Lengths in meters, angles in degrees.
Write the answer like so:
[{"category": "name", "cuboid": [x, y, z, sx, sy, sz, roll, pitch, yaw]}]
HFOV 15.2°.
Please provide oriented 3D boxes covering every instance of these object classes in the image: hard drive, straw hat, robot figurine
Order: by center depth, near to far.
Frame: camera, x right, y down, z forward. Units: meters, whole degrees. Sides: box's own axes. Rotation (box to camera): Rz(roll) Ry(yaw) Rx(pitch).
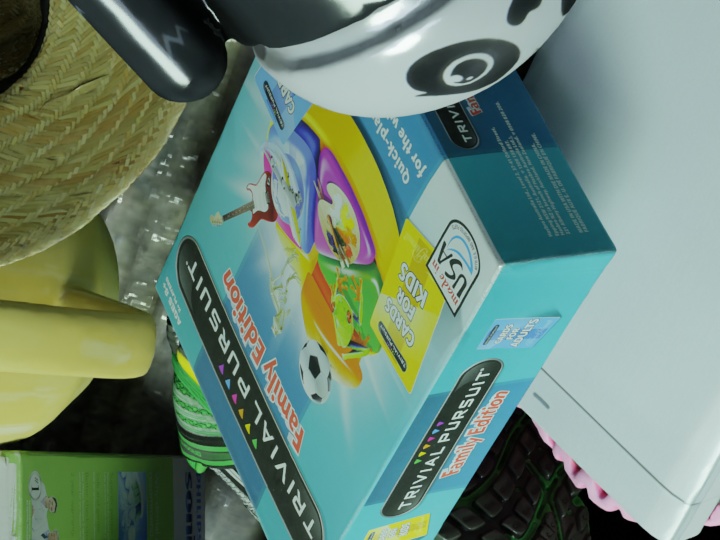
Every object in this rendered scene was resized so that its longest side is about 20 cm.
[{"category": "robot figurine", "cuboid": [-0.014, -0.136, 0.791, 0.150, 0.125, 0.200, -22, 121, 30]}, {"category": "hard drive", "cuboid": [0.103, -0.027, 0.877, 0.027, 0.132, 0.200, -13, 138, -45]}, {"category": "straw hat", "cuboid": [-0.149, -0.098, 0.914, 0.201, 0.201, 0.085, 15, -179, -4]}]

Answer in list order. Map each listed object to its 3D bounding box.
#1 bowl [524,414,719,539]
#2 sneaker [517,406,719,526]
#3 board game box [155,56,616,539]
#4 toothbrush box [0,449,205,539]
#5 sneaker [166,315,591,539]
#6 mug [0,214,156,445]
[{"category": "bowl", "cuboid": [0.091, 0.087, 1.133, 0.200, 0.039, 0.201, 7, 142, 6]}, {"category": "sneaker", "cuboid": [0.085, 0.017, 0.963, 0.200, 0.079, 0.096, 31, 142, 41]}, {"category": "board game box", "cuboid": [0.000, 0.000, 0.936, 0.047, 0.151, 0.200, -7, 144, -30]}, {"category": "toothbrush box", "cuboid": [-0.166, 0.118, 1.129, 0.145, 0.086, 0.200, -2, 176, 17]}, {"category": "sneaker", "cuboid": [0.008, 0.080, 1.065, 0.200, 0.078, 0.085, 31, 136, 31]}, {"category": "mug", "cuboid": [-0.166, 0.016, 0.996, 0.153, 0.187, 0.150, 8, 126, -42]}]
